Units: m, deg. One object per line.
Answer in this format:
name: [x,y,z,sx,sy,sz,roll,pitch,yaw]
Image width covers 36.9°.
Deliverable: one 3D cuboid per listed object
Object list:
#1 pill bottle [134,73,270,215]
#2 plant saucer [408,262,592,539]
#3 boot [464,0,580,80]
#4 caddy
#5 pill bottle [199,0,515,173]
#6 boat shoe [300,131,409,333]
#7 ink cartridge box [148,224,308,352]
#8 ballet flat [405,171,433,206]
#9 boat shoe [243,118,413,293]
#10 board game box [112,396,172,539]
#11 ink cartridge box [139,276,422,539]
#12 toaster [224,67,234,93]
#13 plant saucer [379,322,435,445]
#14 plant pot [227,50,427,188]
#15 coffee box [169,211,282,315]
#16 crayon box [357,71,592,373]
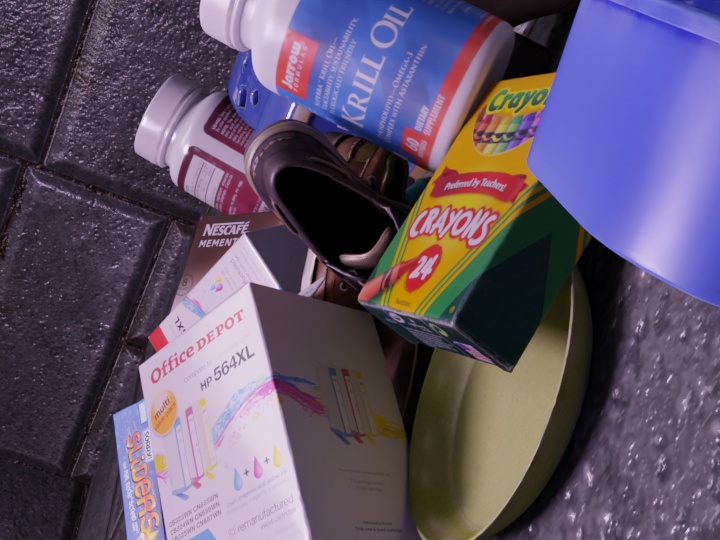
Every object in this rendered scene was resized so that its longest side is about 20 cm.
pill bottle: [-0.130,-0.117,1.144,0.115,0.199,0.114,-60,-1,-1]
plant saucer: [0.085,0.072,0.650,0.200,0.031,0.202,-159,90,-75]
boot: [0.091,-0.227,0.793,0.070,0.145,0.202,-120,52,-75]
caddy: [0.144,-0.054,0.381,0.200,0.140,0.106,-110,39,-67]
pill bottle: [-0.005,-0.156,0.737,0.113,0.199,0.112,-60,-10,-18]
boat shoe: [0.000,0.000,0.801,0.072,0.067,0.202,-38,-47,-51]
ink cartridge box: [-0.103,0.066,0.929,0.200,0.117,0.067,-44,-15,34]
ballet flat: [0.078,-0.052,0.795,0.071,0.067,0.200,-59,16,-10]
boat shoe: [0.003,-0.016,0.719,0.075,0.199,0.073,-48,22,15]
board game box: [-0.097,0.185,0.800,0.034,0.200,0.136,-27,58,20]
ink cartridge box: [-0.056,0.112,0.732,0.128,0.125,0.202,-35,58,30]
toaster: [-0.064,-0.172,1.237,0.181,0.199,0.119,-58,7,42]
plant saucer: [0.015,0.113,0.846,0.200,0.036,0.202,-160,90,-75]
plant pot: [0.003,-0.183,0.989,0.201,0.198,0.180,-62,23,26]
coffee box: [-0.070,0.011,1.013,0.198,0.080,0.115,-1,63,35]
crayon box: [0.090,-0.047,0.632,0.201,0.051,0.127,-58,22,-10]
